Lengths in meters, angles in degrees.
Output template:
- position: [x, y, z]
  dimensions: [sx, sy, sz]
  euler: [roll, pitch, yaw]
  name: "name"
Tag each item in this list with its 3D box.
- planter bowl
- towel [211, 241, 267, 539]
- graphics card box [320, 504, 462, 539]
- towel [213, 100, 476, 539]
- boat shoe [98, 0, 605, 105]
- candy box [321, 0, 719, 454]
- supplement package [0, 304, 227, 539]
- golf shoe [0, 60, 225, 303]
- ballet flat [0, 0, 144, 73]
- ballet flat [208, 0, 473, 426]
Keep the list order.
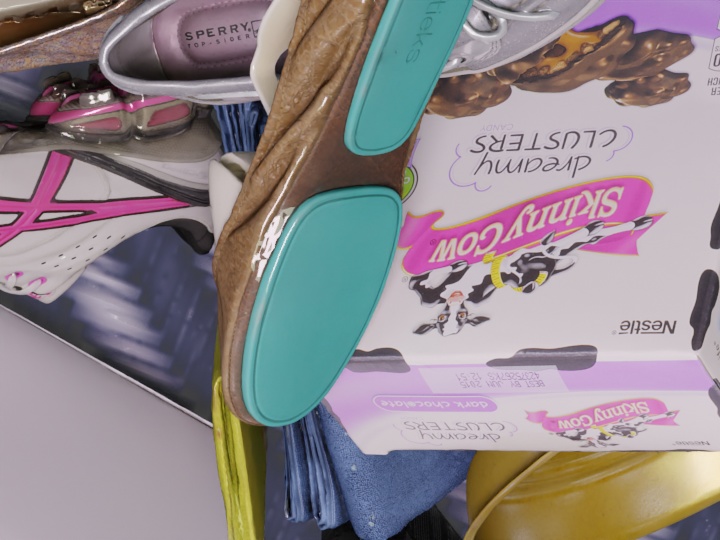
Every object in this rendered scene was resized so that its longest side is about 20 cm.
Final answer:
- position: [0.114, 0.038, 1.210]
  dimensions: [0.200, 0.200, 0.084]
  euler: [-30, 69, 9]
  name: "planter bowl"
- position: [-0.050, 0.049, 1.176]
  dimensions: [0.018, 0.200, 0.086]
  euler: [-8, 107, 1]
  name: "towel"
- position: [0.059, 0.189, 1.257]
  dimensions: [0.051, 0.126, 0.200]
  euler: [-34, 105, 10]
  name: "graphics card box"
- position: [0.000, 0.000, 1.218]
  dimensions: [0.048, 0.112, 0.201]
  euler: [3, 112, 41]
  name: "towel"
- position: [0.001, -0.100, 1.086]
  dimensions: [0.201, 0.065, 0.075]
  euler: [-10, 98, 27]
  name: "boat shoe"
- position: [0.081, -0.032, 1.125]
  dimensions: [0.167, 0.201, 0.072]
  euler: [-2, 146, 29]
  name: "candy box"
- position: [-0.163, 0.101, 1.206]
  dimensions: [0.199, 0.156, 0.111]
  euler: [30, 119, -8]
  name: "supplement package"
- position: [-0.146, -0.024, 1.198]
  dimensions: [0.199, 0.073, 0.093]
  euler: [-14, 109, -17]
  name: "golf shoe"
- position: [-0.169, -0.105, 1.182]
  dimensions: [0.199, 0.067, 0.068]
  euler: [-16, 74, -10]
  name: "ballet flat"
- position: [-0.018, -0.045, 1.053]
  dimensions: [0.068, 0.072, 0.201]
  euler: [-6, 123, -42]
  name: "ballet flat"
